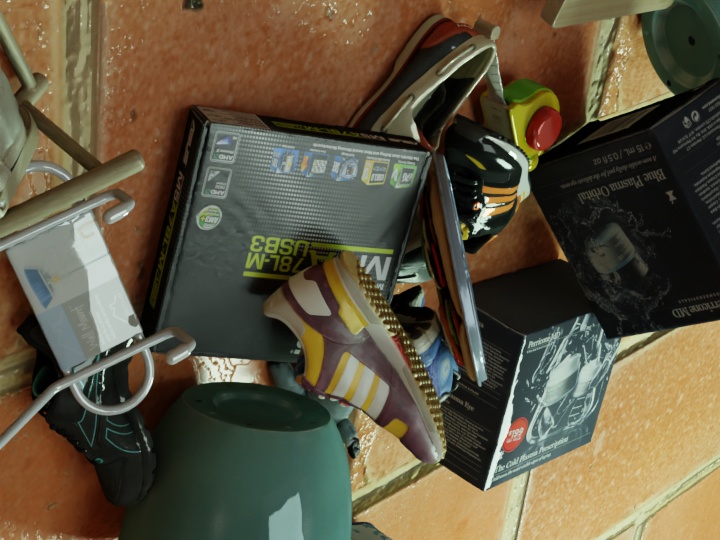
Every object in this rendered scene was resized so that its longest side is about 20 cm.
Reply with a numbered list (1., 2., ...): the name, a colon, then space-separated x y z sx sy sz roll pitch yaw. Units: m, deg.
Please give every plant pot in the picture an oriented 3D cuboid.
1. plant pot: -0.097 0.185 1.289 0.200 0.200 0.162 -6 109 -50
2. plant pot: 0.395 -0.261 1.596 0.187 0.200 0.201 -24 134 -21

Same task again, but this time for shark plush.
1. shark plush: -0.034 0.143 1.425 0.090 0.083 0.202 -17 127 -45

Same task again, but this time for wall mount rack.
1. wall mount rack: -0.215 0.035 1.080 0.173 0.075 0.201 -27 113 -14

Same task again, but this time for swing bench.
1. swing bench: -0.265 -0.096 0.920 0.200 0.130 0.200 -40 142 -18

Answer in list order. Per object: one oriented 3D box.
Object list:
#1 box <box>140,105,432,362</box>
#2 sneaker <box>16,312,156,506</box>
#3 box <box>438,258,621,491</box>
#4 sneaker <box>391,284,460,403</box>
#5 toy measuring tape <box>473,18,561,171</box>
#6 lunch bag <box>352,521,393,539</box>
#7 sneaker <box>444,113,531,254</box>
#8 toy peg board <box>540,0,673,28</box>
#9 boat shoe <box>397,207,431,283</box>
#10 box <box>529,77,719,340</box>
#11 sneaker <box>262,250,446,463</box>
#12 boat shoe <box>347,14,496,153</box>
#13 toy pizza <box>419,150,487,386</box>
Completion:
1. box: -0.059 -0.022 1.241 0.198 0.048 0.195 6 110 -27
2. sneaker: -0.210 0.100 1.194 0.079 0.075 0.201 -24 124 -28
3. box: 0.170 0.105 1.640 0.199 0.104 0.184 -16 125 -46
4. sneaker: 0.040 0.073 1.392 0.078 0.200 0.090 -22 103 0
5. toy measuring tape: 0.145 -0.167 1.439 0.074 0.073 0.201 -44 143 -21
6. lunch bag: -0.038 0.352 1.576 0.160 0.082 0.201 2 113 -51
7. sneaker: 0.105 -0.069 1.424 0.090 0.070 0.200 -60 162 -6
8. toy peg board: 0.242 -0.341 1.434 0.199 0.098 0.200 -17 143 -44
9. boat shoe: 0.000 0.000 1.372 0.199 0.072 0.068 -19 130 -44
10. box: 0.294 -0.055 1.529 0.117 0.196 0.201 -34 99 -32
11. sneaker: -0.002 0.081 1.251 0.090 0.075 0.201 -25 113 9
12. boat shoe: 0.042 -0.124 1.343 0.201 0.062 0.071 -57 148 -2
13. toy pizza: 0.074 0.000 1.320 0.031 0.201 0.201 -11 137 5
